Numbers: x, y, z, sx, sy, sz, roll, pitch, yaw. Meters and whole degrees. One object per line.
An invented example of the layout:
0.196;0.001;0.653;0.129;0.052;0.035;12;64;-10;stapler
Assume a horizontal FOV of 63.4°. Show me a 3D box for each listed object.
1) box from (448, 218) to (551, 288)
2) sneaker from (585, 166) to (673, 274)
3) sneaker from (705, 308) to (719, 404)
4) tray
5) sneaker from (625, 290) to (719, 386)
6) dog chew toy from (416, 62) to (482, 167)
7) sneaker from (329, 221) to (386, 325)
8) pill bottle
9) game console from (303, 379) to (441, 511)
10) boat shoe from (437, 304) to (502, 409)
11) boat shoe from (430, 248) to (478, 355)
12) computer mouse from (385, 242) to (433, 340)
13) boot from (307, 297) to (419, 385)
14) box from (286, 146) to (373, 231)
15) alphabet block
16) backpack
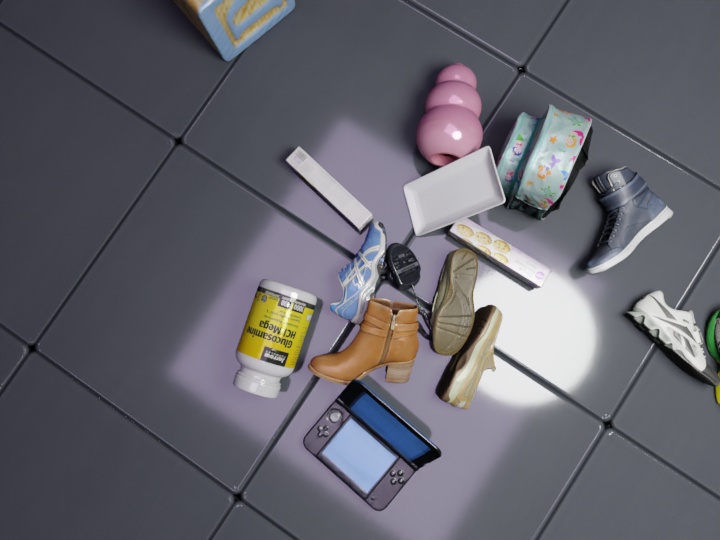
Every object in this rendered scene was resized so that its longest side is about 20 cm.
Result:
0.260;-0.036;1.101;0.200;0.039;0.041;33;86;6;box
0.461;-0.100;1.081;0.202;0.077;0.146;-40;95;-12;sneaker
0.685;0.160;1.046;0.078;0.085;0.200;-6;83;2;sneaker
0.173;-0.143;1.084;0.200;0.022;0.108;-20;81;40;tray
0.590;0.120;1.060;0.089;0.074;0.200;-43;84;-1;sneaker
0.173;-0.300;1.105;0.124;0.125;0.200;8;76;3;dog chew toy
0.000;0.000;1.097;0.077;0.076;0.200;15;83;0;sneaker
-0.162;0.125;1.072;0.112;0.112;0.200;17;85;4;pill bottle
0.014;0.315;1.041;0.200;0.118;0.171;40;86;6;game console
0.219;0.162;1.082;0.076;0.072;0.200;28;93;-9;boat shoe
0.171;0.059;1.094;0.073;0.063;0.201;9;87;-13;boat shoe
0.099;0.041;1.115;0.059;0.034;0.200;-20;88;-25;computer mouse
0.007;0.124;1.059;0.200;0.074;0.155;2;112;-10;boot
-0.060;-0.159;1.136;0.200;0.039;0.041;43;88;6;box
-0.268;-0.566;1.113;0.195;0.196;0.200;-41;83;-4;alphabet block
0.326;-0.197;1.043;0.150;0.200;0.178;24;86;5;backpack
